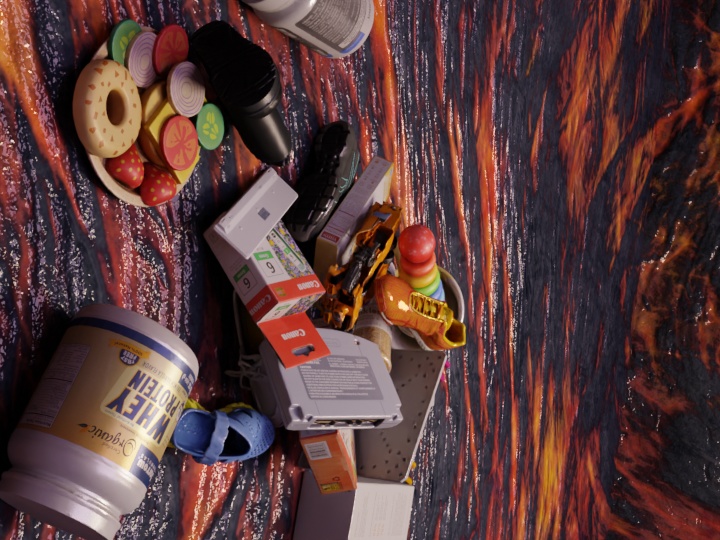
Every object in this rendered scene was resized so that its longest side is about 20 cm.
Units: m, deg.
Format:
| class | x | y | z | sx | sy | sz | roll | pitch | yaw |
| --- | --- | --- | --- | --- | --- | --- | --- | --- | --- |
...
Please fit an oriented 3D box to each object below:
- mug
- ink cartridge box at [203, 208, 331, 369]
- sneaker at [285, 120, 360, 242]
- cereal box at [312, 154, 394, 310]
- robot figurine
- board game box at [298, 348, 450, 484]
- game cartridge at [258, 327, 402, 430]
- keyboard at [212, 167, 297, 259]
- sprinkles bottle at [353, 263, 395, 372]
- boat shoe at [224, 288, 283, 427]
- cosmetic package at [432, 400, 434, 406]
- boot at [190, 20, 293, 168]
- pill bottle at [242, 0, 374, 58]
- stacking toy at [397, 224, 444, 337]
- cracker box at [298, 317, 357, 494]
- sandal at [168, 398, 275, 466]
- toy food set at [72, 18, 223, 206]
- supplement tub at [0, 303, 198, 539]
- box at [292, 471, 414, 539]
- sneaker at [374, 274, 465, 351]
| class | x | y | z | sx | sy | sz | roll | pitch | yaw |
| --- | --- | --- | --- | --- | --- | --- | --- | --- | --- |
| mug | 0.112 | 0.050 | 1.581 | 0.153 | 0.146 | 0.191 | 19 | 82 | -75 |
| ink cartridge box | -0.102 | 0.018 | 1.189 | 0.202 | 0.050 | 0.108 | 57 | 29 | 13 |
| sneaker | -0.043 | -0.117 | 1.360 | 0.080 | 0.074 | 0.203 | 58 | 46 | -48 |
| cereal box | -0.012 | -0.054 | 1.404 | 0.145 | 0.039 | 0.201 | 99 | 17 | -49 |
| robot figurine | 0.000 | 0.000 | 1.326 | 0.201 | 0.057 | 0.147 | -56 | 162 | -44 |
| board game box | 0.021 | 0.208 | 1.386 | 0.026 | 0.197 | 0.203 | 46 | 54 | -39 |
| game cartridge | -0.038 | 0.138 | 1.223 | 0.198 | 0.040 | 0.135 | 9 | 52 | -44 |
| keyboard | -0.129 | -0.076 | 1.203 | 0.056 | 0.011 | 0.201 | 48 | 29 | -11 |
| sprinkles bottle | 0.017 | 0.069 | 1.429 | 0.202 | 0.067 | 0.069 | -86 | 158 | -45 |
| boat shoe | -0.134 | 0.113 | 1.231 | 0.086 | 0.073 | 0.207 | -23 | 112 | -57 |
| cosmetic package | 0.055 | 0.182 | 1.570 | 0.199 | 0.073 | 0.104 | -2 | 96 | -58 |
| boot | -0.122 | -0.187 | 1.111 | 0.073 | 0.199 | 0.164 | -32 | 135 | -7 |
| pill bottle | -0.074 | -0.359 | 1.233 | 0.199 | 0.112 | 0.117 | 13 | 83 | -60 |
| stacking toy | 0.086 | 0.012 | 1.405 | 0.202 | 0.084 | 0.086 | 82 | 29 | -52 |
| cracker box | -0.046 | 0.184 | 1.315 | 0.202 | 0.056 | 0.135 | -93 | 171 | -45 |
| sandal | -0.165 | 0.208 | 1.171 | 0.199 | 0.086 | 0.081 | 17 | 94 | -58 |
| toy food set | -0.232 | -0.173 | 1.049 | 0.200 | 0.048 | 0.202 | -63 | 143 | -34 |
| supplement tub | -0.261 | 0.153 | 0.950 | 0.145 | 0.142 | 0.203 | 54 | 49 | -48 |
| box | -0.008 | 0.383 | 1.462 | 0.199 | 0.096 | 0.127 | 25 | 73 | -59 |
| sneaker | 0.086 | 0.054 | 1.343 | 0.199 | 0.076 | 0.074 | 33 | 51 | -48 |
